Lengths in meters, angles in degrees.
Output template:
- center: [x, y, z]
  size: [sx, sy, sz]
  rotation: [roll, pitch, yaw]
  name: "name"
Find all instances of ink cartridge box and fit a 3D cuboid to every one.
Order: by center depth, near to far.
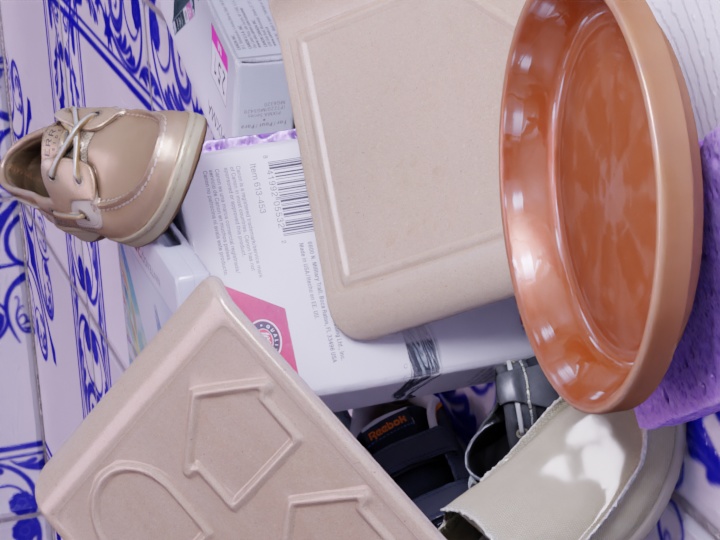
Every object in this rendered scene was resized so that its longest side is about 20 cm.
- center: [0.000, 0.000, 1.298]
  size: [0.084, 0.200, 0.145]
  rotation: [128, 131, -73]
  name: "ink cartridge box"
- center: [-0.091, -0.123, 1.533]
  size: [0.200, 0.043, 0.174]
  rotation: [-115, 24, -46]
  name: "ink cartridge box"

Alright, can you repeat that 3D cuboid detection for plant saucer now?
- center: [0.108, -0.037, 1.042]
  size: [0.200, 0.032, 0.201]
  rotation: [175, 90, -75]
  name: "plant saucer"

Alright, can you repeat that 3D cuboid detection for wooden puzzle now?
- center: [-0.056, 0.127, 1.176]
  size: [0.200, 0.046, 0.185]
  rotation: [50, 124, 12]
  name: "wooden puzzle"
- center: [0.049, -0.080, 1.215]
  size: [0.185, 0.037, 0.200]
  rotation: [-18, 80, 30]
  name: "wooden puzzle"

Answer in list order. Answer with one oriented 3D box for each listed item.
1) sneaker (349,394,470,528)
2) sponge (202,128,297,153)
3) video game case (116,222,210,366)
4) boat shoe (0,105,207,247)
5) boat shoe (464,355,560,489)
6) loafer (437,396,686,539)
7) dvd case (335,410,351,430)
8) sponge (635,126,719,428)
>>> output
- center: [0.035, 0.138, 1.443]
  size: [0.079, 0.078, 0.200]
  rotation: [66, 177, -36]
  name: "sneaker"
- center: [-0.029, -0.031, 1.385]
  size: [0.030, 0.200, 0.112]
  rotation: [21, -119, -88]
  name: "sponge"
- center: [-0.104, 0.067, 1.292]
  size: [0.182, 0.022, 0.200]
  rotation: [-132, 35, -65]
  name: "video game case"
- center: [-0.143, -0.054, 1.253]
  size: [0.200, 0.064, 0.071]
  rotation: [-14, 56, 62]
  name: "boat shoe"
- center: [0.086, 0.101, 1.296]
  size: [0.200, 0.068, 0.072]
  rotation: [107, 149, -60]
  name: "boat shoe"
- center: [0.084, 0.127, 1.149]
  size: [0.200, 0.068, 0.076]
  rotation: [-54, 51, 10]
  name: "loafer"
- center: [0.004, 0.166, 1.492]
  size: [0.200, 0.022, 0.146]
  rotation: [62, -169, -16]
  name: "dvd case"
- center: [0.158, 0.003, 1.026]
  size: [0.200, 0.030, 0.112]
  rotation: [142, 118, -73]
  name: "sponge"
